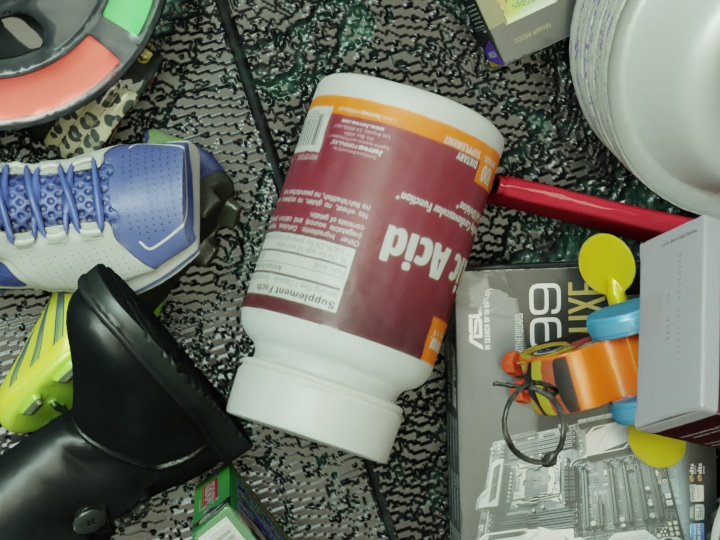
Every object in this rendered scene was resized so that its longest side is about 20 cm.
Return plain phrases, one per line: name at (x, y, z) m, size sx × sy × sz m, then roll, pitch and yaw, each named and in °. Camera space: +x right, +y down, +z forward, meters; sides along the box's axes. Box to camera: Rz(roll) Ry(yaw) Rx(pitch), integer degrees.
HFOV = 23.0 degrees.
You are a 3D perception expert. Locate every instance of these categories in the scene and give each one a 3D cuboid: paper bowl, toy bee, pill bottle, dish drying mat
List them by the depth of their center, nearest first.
toy bee at (0.133, 0.045, 0.997) m, size 0.200 × 0.109 × 0.131 m, roll 5°, pitch 85°, yaw -30°
paper bowl at (0.227, -0.123, 1.000) m, size 0.201 × 0.104 × 0.201 m, roll -7°, pitch 117°, yaw -13°
pill bottle at (0.000, 0.000, 1.003) m, size 0.114 × 0.114 × 0.200 m, roll 19°, pitch 84°, yaw -6°
dish drying mat at (0.172, -0.028, 1.047) m, size 0.200 × 0.077 × 0.018 m, roll 14°, pitch 88°, yaw -6°

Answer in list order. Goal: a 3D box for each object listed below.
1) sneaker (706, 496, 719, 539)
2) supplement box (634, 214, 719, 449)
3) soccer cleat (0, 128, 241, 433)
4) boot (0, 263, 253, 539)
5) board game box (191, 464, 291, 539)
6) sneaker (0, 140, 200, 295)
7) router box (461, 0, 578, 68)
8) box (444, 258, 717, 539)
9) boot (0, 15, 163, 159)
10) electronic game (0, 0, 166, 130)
sneaker at (0.287, 0.122, 1.038) m, size 0.200 × 0.090 × 0.070 m, roll -49°, pitch 131°, yaw -13°
supplement box at (0.247, 0.049, 0.957) m, size 0.200 × 0.061 × 0.109 m, roll 15°, pitch 68°, yaw -24°
soccer cleat at (-0.153, 0.007, 1.040) m, size 0.084 × 0.065 × 0.200 m, roll 40°, pitch 95°, yaw 23°
boot at (-0.162, 0.100, 0.982) m, size 0.168 × 0.200 × 0.076 m, roll -35°, pitch 59°, yaw -4°
board game box at (-0.025, 0.207, 1.018) m, size 0.029 × 0.135 × 0.200 m, roll -38°, pitch 96°, yaw -2°
sneaker at (-0.193, -0.028, 0.964) m, size 0.199 × 0.115 × 0.081 m, roll -10°, pitch 74°, yaw 17°
router box at (0.137, -0.231, 1.042) m, size 0.200 × 0.052 × 0.157 m, roll -26°, pitch 96°, yaw -2°
box at (0.132, 0.093, 1.065) m, size 0.158 × 0.050 × 0.200 m, roll -1°, pitch 94°, yaw -6°
boot at (-0.169, -0.171, 1.009) m, size 0.154 × 0.073 × 0.204 m, roll 33°, pitch 99°, yaw -5°
electronic game at (-0.200, -0.174, 0.950) m, size 0.200 × 0.042 × 0.200 m, roll -1°, pitch 101°, yaw -3°
